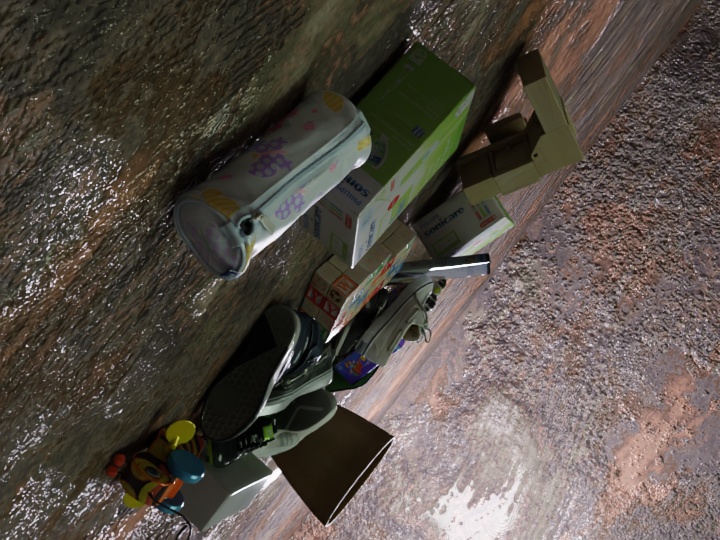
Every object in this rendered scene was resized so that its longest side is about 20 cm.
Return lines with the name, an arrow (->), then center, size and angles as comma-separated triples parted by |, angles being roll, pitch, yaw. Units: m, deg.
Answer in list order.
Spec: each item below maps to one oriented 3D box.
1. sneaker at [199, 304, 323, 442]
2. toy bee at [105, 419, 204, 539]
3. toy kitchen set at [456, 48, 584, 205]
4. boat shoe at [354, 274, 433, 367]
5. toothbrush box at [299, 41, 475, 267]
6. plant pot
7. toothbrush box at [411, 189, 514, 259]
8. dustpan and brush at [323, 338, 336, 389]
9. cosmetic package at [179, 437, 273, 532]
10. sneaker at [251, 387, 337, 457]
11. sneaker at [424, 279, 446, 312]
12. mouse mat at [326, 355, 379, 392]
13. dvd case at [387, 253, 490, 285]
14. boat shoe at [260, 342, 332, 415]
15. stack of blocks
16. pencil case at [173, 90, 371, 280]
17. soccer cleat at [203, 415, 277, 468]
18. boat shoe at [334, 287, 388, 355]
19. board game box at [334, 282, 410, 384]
sneaker -> -0.126, 0.141, 1.466 | 0.203, 0.077, 0.146 | -54, 166, 5
toy bee -> -0.238, 0.231, 1.282 | 0.132, 0.108, 0.200 | -59, -166, -4
toy kitchen set -> 0.229, -0.251, 1.774 | 0.198, 0.181, 0.164 | -22, -140, 17
boat shoe -> 0.079, 0.088, 1.765 | 0.202, 0.086, 0.075 | -43, 167, -44
toothbrush box -> 0.026, -0.124, 1.194 | 0.200, 0.086, 0.146 | -47, 168, -19
plant pot -> -0.073, 0.289, 1.832 | 0.187, 0.199, 0.187 | -48, 168, -13
toothbrush box -> 0.185, -0.081, 1.940 | 0.145, 0.087, 0.200 | -34, 170, 9
dustpan and brush -> -0.071, 0.158, 1.785 | 0.140, 0.057, 0.201 | -57, -162, 29
cosmetic package -> -0.207, 0.295, 1.556 | 0.072, 0.101, 0.200 | -52, 169, 6
sneaker -> -0.109, 0.233, 1.672 | 0.199, 0.071, 0.080 | -28, 150, 27
sneaker -> 0.116, 0.064, 2.246 | 0.085, 0.077, 0.200 | -52, 170, 31
mouse mat -> -0.003, 0.159, 1.970 | 0.160, 0.008, 0.200 | -14, -156, 43
dvd case -> 0.121, 0.000, 1.847 | 0.143, 0.197, 0.018 | 51, 33, -79
boat shoe -> -0.117, 0.150, 1.579 | 0.199, 0.071, 0.072 | -23, 119, -50
stack of blocks -> 0.000, 0.000, 1.589 | 0.200, 0.058, 0.116 | -43, 166, -39
pencil case -> -0.074, -0.080, 0.960 | 0.200, 0.083, 0.090 | -45, -171, -38
soccer cleat -> -0.165, 0.228, 1.527 | 0.200, 0.080, 0.069 | -21, 105, -82
boat shoe -> -0.001, 0.083, 1.800 | 0.201, 0.059, 0.075 | 110, -10, -51
board game box -> 0.042, 0.098, 1.917 | 0.134, 0.045, 0.200 | -39, -170, 33
